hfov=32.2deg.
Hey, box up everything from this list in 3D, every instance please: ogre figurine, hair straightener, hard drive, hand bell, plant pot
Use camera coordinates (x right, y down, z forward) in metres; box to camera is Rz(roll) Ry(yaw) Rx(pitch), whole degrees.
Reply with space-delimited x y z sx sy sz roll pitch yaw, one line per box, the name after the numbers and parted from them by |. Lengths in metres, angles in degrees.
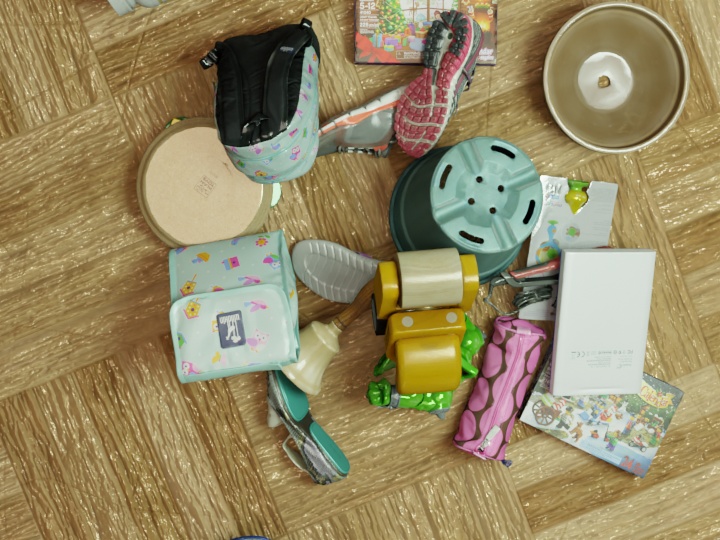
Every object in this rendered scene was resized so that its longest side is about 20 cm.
0.097 0.119 1.729 0.119 0.098 0.201 34 50 -8 | ogre figurine
0.260 0.025 1.704 0.198 0.041 0.078 -15 108 -13 | hair straightener
0.329 0.071 1.702 0.130 0.025 0.202 0 104 -12 | hard drive
-0.024 0.067 1.708 0.200 0.104 0.104 -43 94 12 | hand bell
0.147 -0.086 1.649 0.198 0.196 0.203 1 83 -6 | plant pot
0.341 -0.260 1.706 0.198 0.093 0.203 0 94 -1 | plant pot

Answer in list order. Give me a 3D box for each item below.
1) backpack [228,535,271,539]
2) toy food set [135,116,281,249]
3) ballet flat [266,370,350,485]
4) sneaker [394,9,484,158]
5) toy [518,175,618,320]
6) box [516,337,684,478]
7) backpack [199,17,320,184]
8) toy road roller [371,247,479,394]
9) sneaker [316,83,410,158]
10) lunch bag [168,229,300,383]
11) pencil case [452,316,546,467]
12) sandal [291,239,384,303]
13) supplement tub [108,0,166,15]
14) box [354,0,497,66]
-0.153 0.469 1.733 0.198 0.154 0.192 -24 103 -5 | backpack
-0.212 -0.117 1.734 0.198 0.049 0.200 21 94 -2 | toy food set
-0.093 0.219 1.757 0.072 0.072 0.201 -32 93 2 | ballet flat
0.114 -0.244 1.676 0.080 0.074 0.202 30 101 32 | sneaker
0.285 -0.031 1.743 0.114 0.047 0.202 5 105 -11 | toy
0.340 0.190 1.770 0.198 0.038 0.138 25 94 -3 | box
-0.120 -0.219 1.655 0.165 0.127 0.202 -14 54 18 | backpack
0.085 0.071 1.592 0.121 0.200 0.147 -5 66 -6 | toy road roller
0.005 -0.185 1.720 0.198 0.077 0.083 -25 101 2 | sneaker
-0.167 0.056 1.668 0.168 0.201 0.123 -9 136 2 | lunch bag
0.196 0.165 1.738 0.090 0.094 0.202 17 93 12 | pencil case
-0.001 0.007 1.745 0.201 0.050 0.083 17 111 16 | sandal
-0.263 -0.441 1.658 0.199 0.145 0.146 -27 95 2 | supplement tub
0.090 -0.353 1.722 0.198 0.039 0.139 0 95 -1 | box
